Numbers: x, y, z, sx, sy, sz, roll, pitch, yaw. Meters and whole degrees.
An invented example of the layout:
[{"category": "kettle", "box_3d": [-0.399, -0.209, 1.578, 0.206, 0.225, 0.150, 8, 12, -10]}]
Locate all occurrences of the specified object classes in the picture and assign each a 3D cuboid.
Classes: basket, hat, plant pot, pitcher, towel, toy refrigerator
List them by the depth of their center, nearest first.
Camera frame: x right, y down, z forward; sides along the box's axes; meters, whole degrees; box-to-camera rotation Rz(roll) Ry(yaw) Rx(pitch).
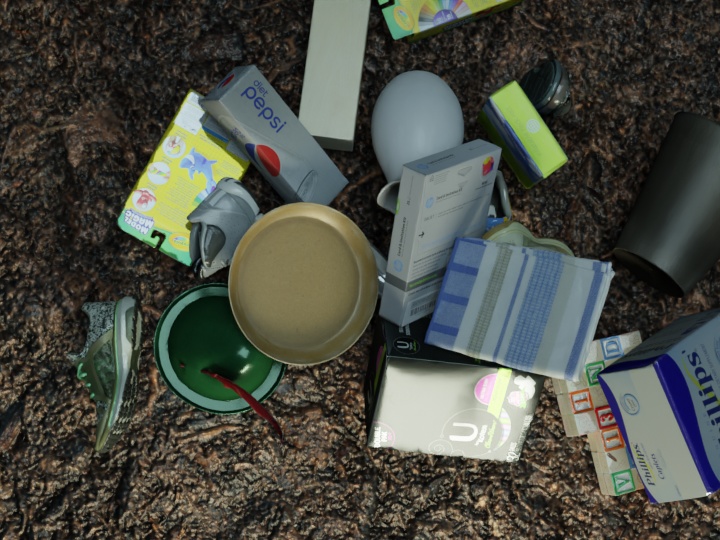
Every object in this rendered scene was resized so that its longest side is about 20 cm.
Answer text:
[{"category": "towel", "box_3d": [0.184, 0.042, 1.462, 0.199, 0.024, 0.148, 12, 76, 26]}, {"category": "hat", "box_3d": [-0.157, 0.097, 1.530, 0.199, 0.176, 0.166, 26, 81, -4]}, {"category": "plant pot", "box_3d": [-0.073, 0.016, 1.552, 0.199, 0.027, 0.202, 0, 90, -24]}, {"category": "pitcher", "box_3d": [0.084, -0.142, 1.618, 0.121, 0.172, 0.201, -15, 52, 22]}, {"category": "toy refrigerator", "box_3d": [-0.034, -0.265, 1.649, 0.075, 0.070, 0.202, 6, 81, 0]}, {"category": "basket", "box_3d": [0.436, -0.078, 1.661, 0.180, 0.136, 0.200, 37, 83, -7]}]

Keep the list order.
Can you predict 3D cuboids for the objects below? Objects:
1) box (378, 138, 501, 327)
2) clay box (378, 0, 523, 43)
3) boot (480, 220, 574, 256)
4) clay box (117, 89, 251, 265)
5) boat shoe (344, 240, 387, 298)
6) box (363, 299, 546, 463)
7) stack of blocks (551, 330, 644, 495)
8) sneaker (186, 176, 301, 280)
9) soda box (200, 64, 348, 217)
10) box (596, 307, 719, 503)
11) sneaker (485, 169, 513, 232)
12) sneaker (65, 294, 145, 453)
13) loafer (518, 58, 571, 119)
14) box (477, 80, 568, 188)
[{"category": "box", "box_3d": [0.097, -0.047, 1.521, 0.041, 0.155, 0.201, 28, 123, 32]}, {"category": "clay box", "box_3d": [0.114, -0.388, 1.694, 0.199, 0.048, 0.116, -20, 86, -9]}, {"category": "boot", "box_3d": [0.237, 0.032, 1.569, 0.072, 0.200, 0.155, -35, 59, 22]}, {"category": "clay box", "box_3d": [-0.218, -0.116, 1.606, 0.114, 0.048, 0.201, 30, 81, -6]}, {"category": "boat shoe", "box_3d": [0.000, 0.000, 1.623, 0.200, 0.072, 0.069, 43, 95, -4]}, {"category": "box", "box_3d": [0.112, 0.139, 1.561, 0.198, 0.125, 0.149, 8, 122, -7]}, {"category": "stack of blocks", "box_3d": [0.329, 0.190, 1.646, 0.114, 0.059, 0.201, -13, 85, -9]}, {"category": "sneaker", "box_3d": [-0.152, -0.009, 1.573, 0.115, 0.075, 0.201, -42, 112, -19]}, {"category": "soda box", "box_3d": [-0.106, -0.161, 1.573, 0.068, 0.063, 0.200, -47, 115, -17]}, {"category": "box", "box_3d": [0.426, 0.168, 1.592, 0.199, 0.105, 0.185, -27, 94, -38]}, {"category": "sneaker", "box_3d": [0.161, -0.034, 1.635, 0.074, 0.090, 0.202, -2, 83, -8]}, {"category": "sneaker", "box_3d": [-0.325, 0.127, 1.567, 0.088, 0.077, 0.202, 4, 77, 6]}, {"category": "loafer", "box_3d": [0.249, -0.229, 1.618, 0.063, 0.200, 0.072, 26, 95, -8]}, {"category": "box", "box_3d": [0.206, -0.171, 1.601, 0.048, 0.200, 0.122, -35, 89, 1]}]
